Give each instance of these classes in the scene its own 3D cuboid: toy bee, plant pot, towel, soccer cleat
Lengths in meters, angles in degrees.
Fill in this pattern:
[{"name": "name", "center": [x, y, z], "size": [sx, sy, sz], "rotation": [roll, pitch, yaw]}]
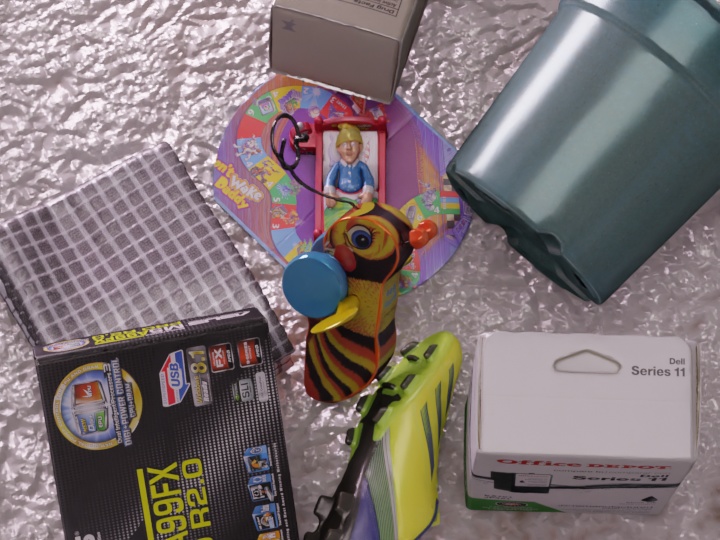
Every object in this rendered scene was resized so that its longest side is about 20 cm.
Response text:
[{"name": "toy bee", "center": [0.000, 0.000, 1.428], "size": [0.108, 0.201, 0.131], "rotation": [2, 42, 24]}, {"name": "plant pot", "center": [0.177, -0.095, 1.460], "size": [0.200, 0.200, 0.196], "rotation": [40, 86, 12]}, {"name": "towel", "center": [-0.163, 0.019, 1.478], "size": [0.165, 0.086, 0.200], "rotation": [-31, 75, -9]}, {"name": "soccer cleat", "center": [0.030, 0.139, 1.459], "size": [0.084, 0.065, 0.201], "rotation": [33, 70, -20]}]

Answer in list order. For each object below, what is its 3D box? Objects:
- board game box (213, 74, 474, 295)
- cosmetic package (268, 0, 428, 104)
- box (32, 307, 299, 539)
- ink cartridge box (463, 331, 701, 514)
[{"name": "board game box", "center": [-0.014, -0.072, 1.525], "size": [0.158, 0.039, 0.200], "rotation": [-44, 76, -11]}, {"name": "cosmetic package", "center": [0.008, -0.236, 1.531], "size": [0.103, 0.087, 0.201], "rotation": [18, 61, 5]}, {"name": "box", "center": [-0.130, 0.137, 1.406], "size": [0.159, 0.044, 0.201], "rotation": [-9, 101, -11]}, {"name": "ink cartridge box", "center": [0.144, 0.107, 1.383], "size": [0.146, 0.200, 0.083], "rotation": [2, 73, 2]}]
